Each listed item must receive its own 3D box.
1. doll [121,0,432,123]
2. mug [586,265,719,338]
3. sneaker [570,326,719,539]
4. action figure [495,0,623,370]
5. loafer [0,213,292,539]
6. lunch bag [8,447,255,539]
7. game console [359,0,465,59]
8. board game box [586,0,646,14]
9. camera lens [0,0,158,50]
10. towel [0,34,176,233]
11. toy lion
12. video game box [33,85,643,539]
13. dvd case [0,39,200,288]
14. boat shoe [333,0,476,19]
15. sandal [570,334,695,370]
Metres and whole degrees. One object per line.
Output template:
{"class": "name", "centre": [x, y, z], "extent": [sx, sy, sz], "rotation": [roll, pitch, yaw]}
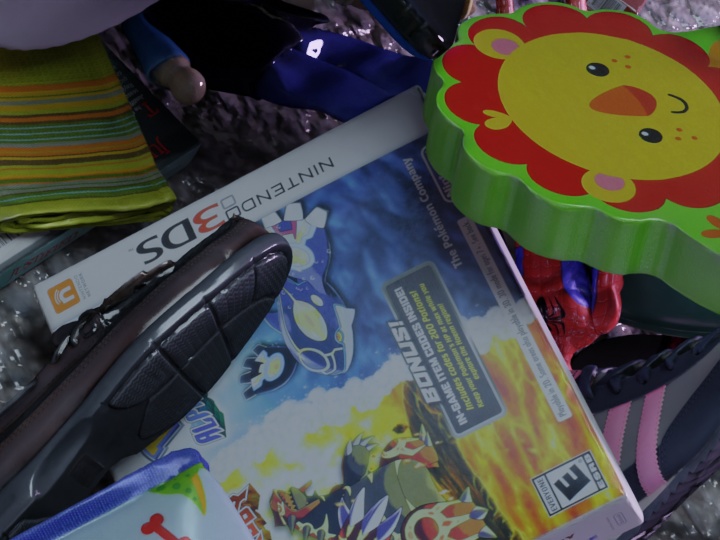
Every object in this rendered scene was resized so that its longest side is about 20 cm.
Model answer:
{"class": "doll", "centre": [-0.044, -0.103, 1.276], "extent": [0.200, 0.049, 0.136], "rotation": [21, 28, 9]}
{"class": "mug", "centre": [0.157, -0.040, 1.309], "extent": [0.152, 0.115, 0.185], "rotation": [15, 19, 23]}
{"class": "sneaker", "centre": [0.108, 0.061, 1.158], "extent": [0.082, 0.200, 0.070], "rotation": [49, 28, 12]}
{"class": "action figure", "centre": [0.078, -0.038, 1.219], "extent": [0.052, 0.065, 0.200], "rotation": [-23, 109, -69]}
{"class": "loafer", "centre": [-0.111, 0.047, 1.085], "extent": [0.063, 0.072, 0.200], "rotation": [38, 78, 21]}
{"class": "lunch bag", "centre": [-0.101, 0.186, 0.994], "extent": [0.200, 0.127, 0.170], "rotation": [-28, 70, -13]}
{"class": "game console", "centre": [0.012, -0.210, 1.134], "extent": [0.200, 0.118, 0.171], "rotation": [48, 19, -12]}
{"class": "board game box", "centre": [0.126, -0.197, 1.467], "extent": [0.103, 0.019, 0.200], "rotation": [38, 35, -2]}
{"class": "camera lens", "centre": [-0.154, -0.214, 1.195], "extent": [0.160, 0.160, 0.200], "rotation": [-18, 64, -38]}
{"class": "towel", "centre": [-0.151, -0.102, 1.227], "extent": [0.086, 0.018, 0.200], "rotation": [-6, 59, -34]}
{"class": "toy lion", "centre": [0.130, -0.043, 1.113], "extent": [0.192, 0.069, 0.200], "rotation": [-14, 45, -29]}
{"class": "video game box", "centre": [-0.013, 0.051, 1.127], "extent": [0.182, 0.047, 0.200], "rotation": [-29, 66, 5]}
{"class": "dvd case", "centre": [-0.184, -0.091, 1.226], "extent": [0.200, 0.022, 0.146], "rotation": [44, 46, 9]}
{"class": "boat shoe", "centre": [0.032, -0.149, 1.305], "extent": [0.066, 0.074, 0.200], "rotation": [24, 14, 3]}
{"class": "sandal", "centre": [0.170, 0.049, 1.308], "extent": [0.200, 0.045, 0.075], "rotation": [-10, 63, -36]}
